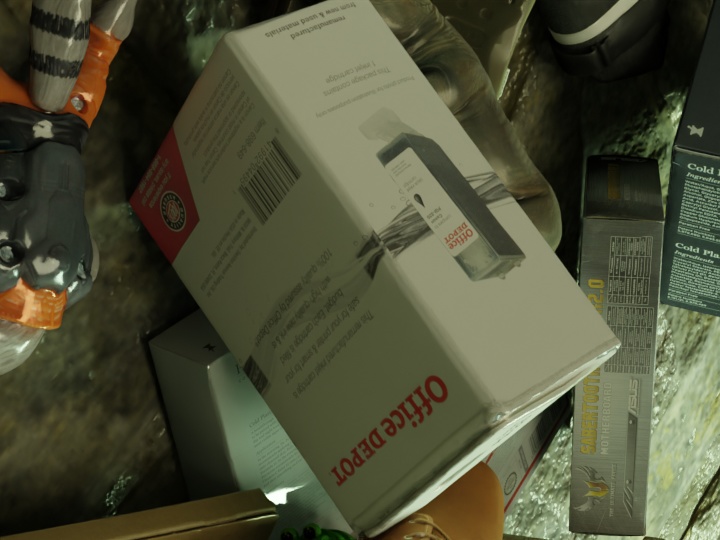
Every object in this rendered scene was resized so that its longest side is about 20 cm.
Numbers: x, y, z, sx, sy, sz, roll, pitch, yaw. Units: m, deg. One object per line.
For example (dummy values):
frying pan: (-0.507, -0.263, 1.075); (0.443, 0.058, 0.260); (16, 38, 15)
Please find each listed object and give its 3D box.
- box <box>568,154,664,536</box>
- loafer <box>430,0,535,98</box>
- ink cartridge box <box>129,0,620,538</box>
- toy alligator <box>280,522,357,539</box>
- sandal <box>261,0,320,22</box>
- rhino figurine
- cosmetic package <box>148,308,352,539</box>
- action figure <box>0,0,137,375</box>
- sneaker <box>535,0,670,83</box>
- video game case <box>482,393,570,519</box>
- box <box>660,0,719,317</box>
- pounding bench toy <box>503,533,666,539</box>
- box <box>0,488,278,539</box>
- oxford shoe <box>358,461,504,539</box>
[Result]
box: (0.158, 0.042, 0.992); (0.158, 0.048, 0.200); (-62, 154, -70)
loafer: (0.043, -0.099, 0.852); (0.200, 0.076, 0.067); (-59, 175, -9)
ink cartridge box: (0.000, 0.000, 0.714); (0.085, 0.146, 0.200); (-25, 76, -36)
toy alligator: (-0.022, 0.153, 0.805); (0.200, 0.059, 0.054); (45, 35, -56)
sandal: (-0.004, -0.191, 0.802); (0.082, 0.055, 0.200); (9, 110, -43)
rhino figurine: (0.033, -0.076, 0.774); (0.087, 0.060, 0.200); (-26, 90, -35)
cosmetic package: (-0.012, 0.059, 0.865); (0.200, 0.052, 0.151); (-34, 129, -37)
action figure: (-0.159, -0.049, 0.634); (0.200, 0.105, 0.194); (2, 91, -50)
sneaker: (0.182, -0.193, 0.995); (0.200, 0.073, 0.112); (-39, 132, -23)
video game case: (0.066, 0.056, 0.895); (0.143, 0.017, 0.200); (-52, 139, -36)
box: (0.261, -0.094, 1.004); (0.182, 0.104, 0.200); (77, 29, -60)
pounding bench toy: (0.077, 0.243, 0.914); (0.200, 0.156, 0.124); (-41, 132, -59)
box: (-0.142, 0.183, 0.744); (0.200, 0.021, 0.164); (-3, 126, -49)
oxford shoe: (0.029, 0.143, 0.742); (0.200, 0.071, 0.071); (-51, 171, -52)
